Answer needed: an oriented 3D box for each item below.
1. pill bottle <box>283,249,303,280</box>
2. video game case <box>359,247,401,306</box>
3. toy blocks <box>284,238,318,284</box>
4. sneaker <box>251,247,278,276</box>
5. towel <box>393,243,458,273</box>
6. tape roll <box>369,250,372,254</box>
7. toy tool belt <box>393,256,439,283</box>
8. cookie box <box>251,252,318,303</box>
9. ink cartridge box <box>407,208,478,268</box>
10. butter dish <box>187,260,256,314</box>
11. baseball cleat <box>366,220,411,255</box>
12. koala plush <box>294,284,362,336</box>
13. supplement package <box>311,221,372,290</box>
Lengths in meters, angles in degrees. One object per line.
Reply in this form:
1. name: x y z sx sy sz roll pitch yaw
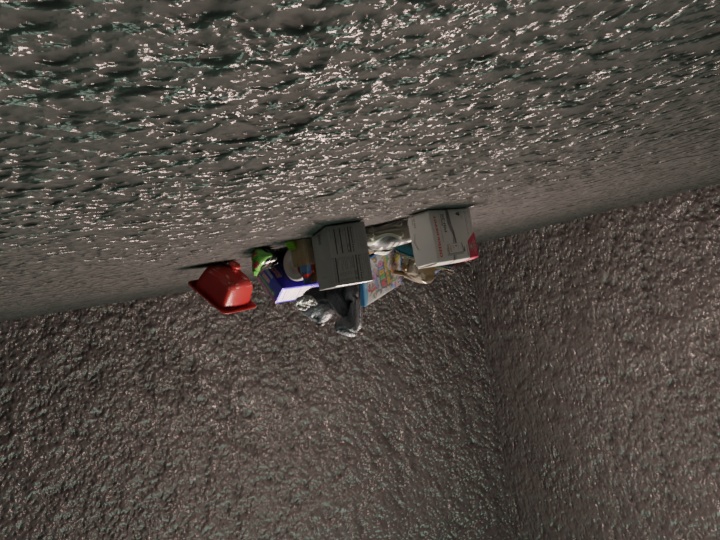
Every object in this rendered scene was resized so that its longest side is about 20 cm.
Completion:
1. pill bottle: -0.160 -0.028 1.885 0.108 0.115 0.198 -11 178 31
2. video game case: 0.064 0.008 1.748 0.017 0.148 0.198 13 -152 37
3. toy blocks: -0.149 -0.023 1.713 0.097 0.142 0.199 -10 178 25
4. sneaker: -0.297 -0.026 1.753 0.081 0.080 0.199 -5 178 -17
5. towel: 0.215 -0.070 1.723 0.195 0.022 0.148 20 -135 14
6. tape roll: 0.034 -0.012 2.050 0.036 0.210 0.200 -10 179 36
7. toy tool belt: 0.201 -0.028 1.798 0.121 0.129 0.197 -5 -164 47
8. cookie box: -0.248 0.019 1.935 0.197 0.172 0.076 -6 136 -46
9. ink cartridge box: 0.237 -0.093 1.589 0.196 0.152 0.082 -9 177 -44
10. butter dish: -0.456 0.038 1.933 0.197 0.151 0.199 34 -162 21
11. baseball cleat: 0.101 -0.096 1.662 0.194 0.072 0.107 -1 151 22
12. koala plush: -0.097 0.098 1.711 0.193 0.191 0.177 0 -178 8
13. supplement package: -0.054 -0.036 1.535 0.107 0.161 0.199 -8 178 -17
